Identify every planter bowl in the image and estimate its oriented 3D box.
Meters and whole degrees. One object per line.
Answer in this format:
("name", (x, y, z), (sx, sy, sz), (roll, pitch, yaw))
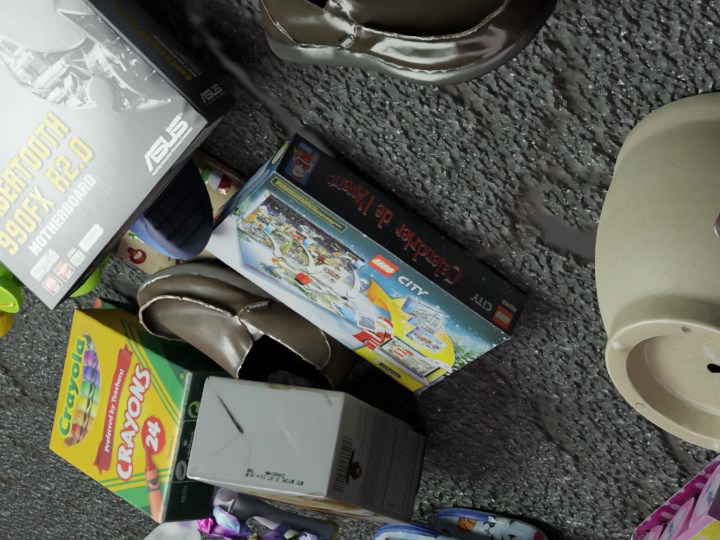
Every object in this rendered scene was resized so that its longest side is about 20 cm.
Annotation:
("planter bowl", (0.215, 0.017, 0.990), (0.200, 0.135, 0.201), (22, 149, 14))

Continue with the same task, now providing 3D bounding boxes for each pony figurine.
("pony figurine", (-0.115, 0.202, 1.511), (0.200, 0.193, 0.167), (35, 106, -23))

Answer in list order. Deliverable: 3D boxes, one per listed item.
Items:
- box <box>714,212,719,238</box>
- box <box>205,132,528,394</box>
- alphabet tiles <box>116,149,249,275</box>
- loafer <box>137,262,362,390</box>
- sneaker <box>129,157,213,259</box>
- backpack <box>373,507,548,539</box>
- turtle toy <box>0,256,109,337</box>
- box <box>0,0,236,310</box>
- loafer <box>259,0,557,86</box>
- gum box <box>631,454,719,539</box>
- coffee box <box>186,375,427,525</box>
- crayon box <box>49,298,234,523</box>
("box", (0.287, -0.077, 0.760), (0.166, 0.165, 0.200), (31, 149, -1))
("box", (0.000, 0.000, 1.233), (0.200, 0.038, 0.137), (35, 147, -12))
("alphabet tiles", (-0.126, -0.032, 1.334), (0.167, 0.008, 0.200), (31, 150, -2))
("loafer", (-0.089, 0.046, 1.337), (0.199, 0.071, 0.073), (7, 146, 25))
("sneaker", (-0.188, -0.077, 1.237), (0.200, 0.074, 0.082), (43, 131, 1))
("backpack", (0.080, 0.290, 1.488), (0.190, 0.154, 0.201), (5, 130, 31))
("turtle toy", (-0.299, -0.024, 1.399), (0.199, 0.101, 0.146), (22, 148, 12))
("box", (-0.199, -0.095, 1.156), (0.158, 0.048, 0.200), (44, 121, -2))
("loafer", (0.014, -0.151, 0.972), (0.199, 0.073, 0.071), (4, 143, 37))
("gum box", (0.273, 0.213, 1.290), (0.113, 0.066, 0.200), (29, 150, 1))
("coffee box", (-0.036, 0.140, 1.347), (0.114, 0.080, 0.200), (7, 169, 20))
("crayon box", (-0.189, 0.110, 1.434), (0.051, 0.128, 0.200), (1, -165, -42))
